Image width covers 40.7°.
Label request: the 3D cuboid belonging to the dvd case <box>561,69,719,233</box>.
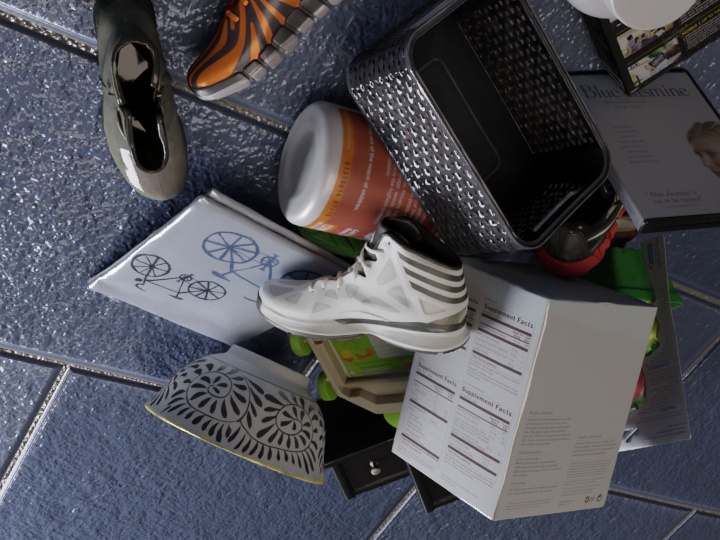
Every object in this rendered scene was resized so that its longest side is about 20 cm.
[{"bbox_3d":[0.277,-0.115,0.882,0.142,0.200,0.018,-5,139,-15],"label":"dvd case"}]

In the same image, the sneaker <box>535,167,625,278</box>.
[{"bbox_3d":[0.228,-0.092,0.911,0.201,0.071,0.098,-58,158,-16],"label":"sneaker"}]

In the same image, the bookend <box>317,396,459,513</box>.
[{"bbox_3d":[0.051,0.222,1.154,0.200,0.092,0.199,-20,132,-1],"label":"bookend"}]

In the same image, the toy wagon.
[{"bbox_3d":[0.024,0.103,1.007,0.155,0.040,0.200,-9,127,26],"label":"toy wagon"}]

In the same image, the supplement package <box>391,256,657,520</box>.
[{"bbox_3d":[0.150,0.104,0.910,0.152,0.151,0.200,5,102,-38],"label":"supplement package"}]

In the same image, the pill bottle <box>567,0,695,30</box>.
[{"bbox_3d":[0.178,-0.257,0.729,0.104,0.200,0.104,-9,131,-11],"label":"pill bottle"}]

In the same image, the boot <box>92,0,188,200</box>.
[{"bbox_3d":[-0.175,-0.113,0.774,0.068,0.131,0.200,-12,131,-9],"label":"boot"}]

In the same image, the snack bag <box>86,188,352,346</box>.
[{"bbox_3d":[-0.131,0.007,0.928,0.188,0.021,0.200,27,138,-35],"label":"snack bag"}]

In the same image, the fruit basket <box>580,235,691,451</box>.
[{"bbox_3d":[0.267,0.084,1.001,0.094,0.201,0.185,-2,164,-26],"label":"fruit basket"}]

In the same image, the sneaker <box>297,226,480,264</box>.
[{"bbox_3d":[0.027,-0.007,0.968,0.200,0.077,0.084,17,130,-21],"label":"sneaker"}]

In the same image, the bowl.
[{"bbox_3d":[-0.110,0.136,0.996,0.201,0.201,0.094,28,82,-35],"label":"bowl"}]

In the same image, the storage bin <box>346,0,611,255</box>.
[{"bbox_3d":[0.100,-0.125,0.809,0.135,0.094,0.200,-42,110,-26],"label":"storage bin"}]

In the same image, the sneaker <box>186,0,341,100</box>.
[{"bbox_3d":[-0.082,-0.231,0.756,0.200,0.078,0.112,-43,125,4],"label":"sneaker"}]

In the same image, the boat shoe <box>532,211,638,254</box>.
[{"bbox_3d":[0.203,-0.039,1.004,0.199,0.076,0.072,-2,131,-15],"label":"boat shoe"}]

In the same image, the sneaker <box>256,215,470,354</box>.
[{"bbox_3d":[0.000,0.000,0.857,0.200,0.076,0.116,7,116,18],"label":"sneaker"}]

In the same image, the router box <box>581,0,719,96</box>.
[{"bbox_3d":[0.292,-0.263,0.844,0.200,0.051,0.149,-33,143,9],"label":"router box"}]

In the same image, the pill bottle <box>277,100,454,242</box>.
[{"bbox_3d":[0.035,-0.077,0.888,0.200,0.112,0.112,12,124,-26],"label":"pill bottle"}]
